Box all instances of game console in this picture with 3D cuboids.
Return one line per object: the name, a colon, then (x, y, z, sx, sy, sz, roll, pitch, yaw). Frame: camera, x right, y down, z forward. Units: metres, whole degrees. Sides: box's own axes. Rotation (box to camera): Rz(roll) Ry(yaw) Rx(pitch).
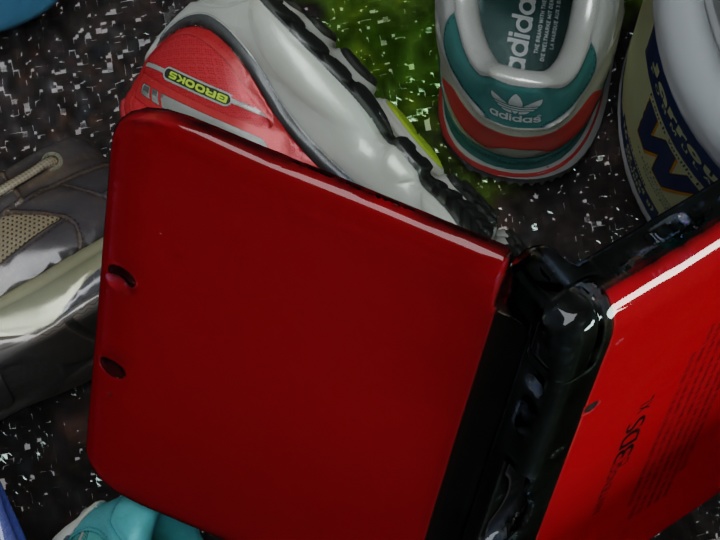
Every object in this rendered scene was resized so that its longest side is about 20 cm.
game console: (0.030, 0.011, 0.817, 0.172, 0.200, 0.119, -30, 68, -23)

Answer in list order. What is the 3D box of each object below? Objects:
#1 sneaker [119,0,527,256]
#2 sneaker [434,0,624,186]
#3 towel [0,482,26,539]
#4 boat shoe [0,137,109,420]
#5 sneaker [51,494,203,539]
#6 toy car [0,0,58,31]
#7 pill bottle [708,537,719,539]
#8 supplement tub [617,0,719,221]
sneaker: (0.000, 0.000, 0.952, 0.085, 0.077, 0.200, -42, 80, 13)
sneaker: (0.063, -0.132, 0.956, 0.070, 0.093, 0.200, 7, 79, 2)
towel: (-0.171, 0.158, 0.908, 0.200, 0.024, 0.147, -27, 79, 12)
boat shoe: (-0.153, 0.024, 0.944, 0.200, 0.075, 0.073, -27, 69, -13)
sneaker: (-0.025, 0.151, 0.893, 0.200, 0.080, 0.077, 47, 39, 8)
toy car: (-0.215, -0.166, 0.951, 0.177, 0.184, 0.200, -35, 52, -7)
pill bottle: (0.151, 0.131, 0.893, 0.200, 0.112, 0.113, -7, 79, -1)
supplement tub: (0.155, -0.067, 0.888, 0.145, 0.200, 0.145, 0, 78, 1)
